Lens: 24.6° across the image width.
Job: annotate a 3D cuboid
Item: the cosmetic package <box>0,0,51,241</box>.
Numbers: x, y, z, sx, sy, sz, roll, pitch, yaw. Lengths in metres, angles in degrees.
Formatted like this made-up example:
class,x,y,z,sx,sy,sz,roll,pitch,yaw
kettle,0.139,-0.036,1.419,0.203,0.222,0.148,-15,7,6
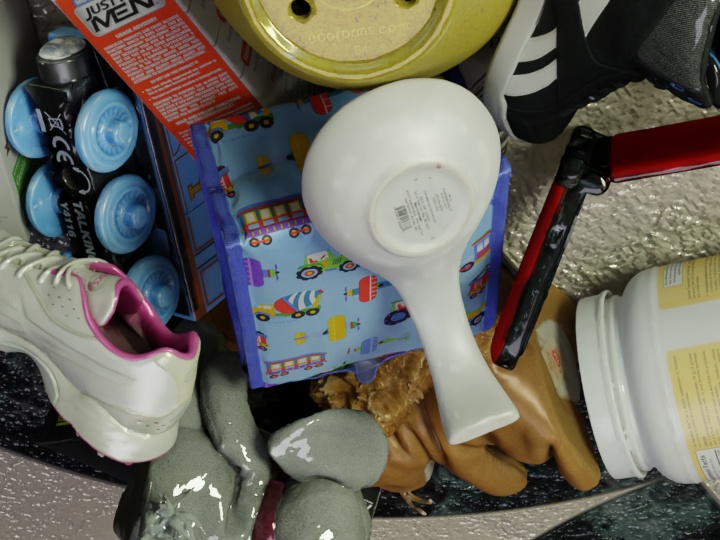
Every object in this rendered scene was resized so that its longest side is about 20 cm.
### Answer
class,x,y,z,sx,sy,sz,roll,pitch,yaw
cosmetic package,-0.238,-0.120,0.942,0.084,0.108,0.201,2,140,4

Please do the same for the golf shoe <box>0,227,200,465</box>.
class,x,y,z,sx,sy,sz,roll,pitch,yaw
golf shoe,-0.168,0.015,0.922,0.200,0.075,0.092,39,126,7

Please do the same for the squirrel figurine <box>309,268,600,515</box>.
class,x,y,z,sx,sy,sz,roll,pitch,yaw
squirrel figurine,0.041,0.078,1.101,0.186,0.142,0.200,-21,140,25

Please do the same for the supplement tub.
class,x,y,z,sx,sy,sz,roll,pitch,yaw
supplement tub,0.252,0.059,1.073,0.198,0.146,0.146,-12,136,18

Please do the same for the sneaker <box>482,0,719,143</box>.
class,x,y,z,sx,sy,sz,roll,pitch,yaw
sneaker,0.127,-0.099,0.786,0.112,0.073,0.200,41,155,17

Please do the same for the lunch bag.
class,x,y,z,sx,sy,sz,roll,pitch,yaw
lunch bag,0.000,0.000,0.915,0.149,0.094,0.201,-15,140,-7

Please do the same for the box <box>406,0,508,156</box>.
class,x,y,z,sx,sy,sz,roll,pitch,yaw
box,0.049,-0.103,0.965,0.081,0.069,0.201,3,138,2

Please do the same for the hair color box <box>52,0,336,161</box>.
class,x,y,z,sx,sy,sz,roll,pitch,yaw
hair color box,-0.080,-0.127,0.918,0.064,0.112,0.200,-19,133,23

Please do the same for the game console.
class,x,y,z,sx,sy,sz,roll,pitch,yaw
game console,0.161,-0.024,0.933,0.118,0.200,0.174,21,102,6

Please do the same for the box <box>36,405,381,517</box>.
class,x,y,z,sx,sy,sz,roll,pitch,yaw
box,-0.114,0.143,1.215,0.199,0.048,0.193,28,157,-26

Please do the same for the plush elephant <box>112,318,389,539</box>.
class,x,y,z,sx,sy,sz,roll,pitch,yaw
plush elephant,-0.060,0.142,1.012,0.154,0.200,0.166,15,102,-11

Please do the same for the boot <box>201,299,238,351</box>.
class,x,y,z,sx,sy,sz,roll,pitch,yaw
boot,-0.096,-0.001,1.102,0.200,0.071,0.144,-20,127,21

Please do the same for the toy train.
class,x,y,z,sx,sy,sz,roll,pitch,yaw
toy train,-0.135,-0.054,0.971,0.086,0.114,0.201,12,127,35

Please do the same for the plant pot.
class,x,y,z,sx,sy,sz,roll,pitch,yaw
plant pot,0.001,-0.164,0.779,0.198,0.142,0.201,2,121,4

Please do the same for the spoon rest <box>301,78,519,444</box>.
class,x,y,z,sx,sy,sz,roll,pitch,yaw
spoon rest,0.032,-0.007,0.813,0.099,0.061,0.201,-20,125,-5
